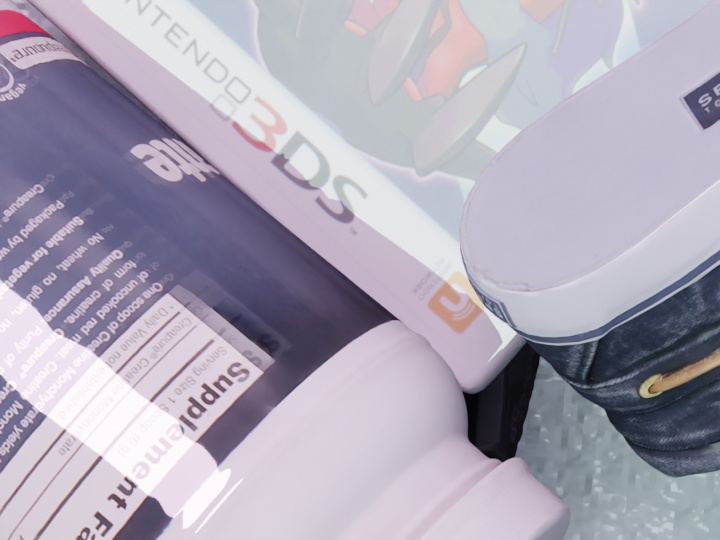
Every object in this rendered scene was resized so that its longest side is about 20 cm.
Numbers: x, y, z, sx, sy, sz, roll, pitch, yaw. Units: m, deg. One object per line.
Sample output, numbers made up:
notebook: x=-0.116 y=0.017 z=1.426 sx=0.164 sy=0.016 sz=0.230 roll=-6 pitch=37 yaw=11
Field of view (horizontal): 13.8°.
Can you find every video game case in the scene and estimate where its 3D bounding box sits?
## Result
video game case: x=0.024 y=-0.103 z=0.703 sx=0.182 sy=0.023 sz=0.200 roll=42 pitch=101 yaw=5

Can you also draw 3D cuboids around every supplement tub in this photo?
supplement tub: x=-0.066 y=0.040 z=0.694 sx=0.200 sy=0.140 sz=0.140 roll=39 pitch=117 yaw=11

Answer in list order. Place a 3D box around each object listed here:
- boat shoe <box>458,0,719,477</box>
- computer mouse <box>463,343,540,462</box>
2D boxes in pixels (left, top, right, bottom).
boat shoe: x=0.124 y=-0.033 z=0.668 sx=0.200 sy=0.071 sz=0.091 roll=-32 pitch=134 yaw=12
computer mouse: x=0.000 y=0.000 z=0.770 sx=0.138 sy=0.053 sz=0.200 roll=14 pitch=106 yaw=15
